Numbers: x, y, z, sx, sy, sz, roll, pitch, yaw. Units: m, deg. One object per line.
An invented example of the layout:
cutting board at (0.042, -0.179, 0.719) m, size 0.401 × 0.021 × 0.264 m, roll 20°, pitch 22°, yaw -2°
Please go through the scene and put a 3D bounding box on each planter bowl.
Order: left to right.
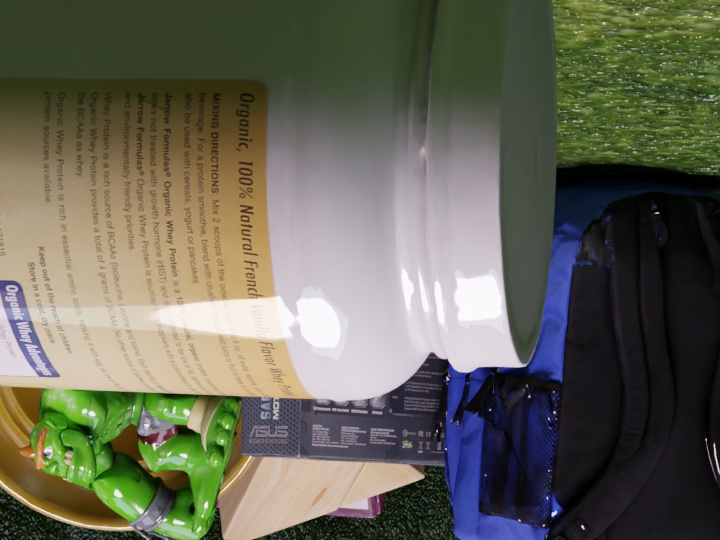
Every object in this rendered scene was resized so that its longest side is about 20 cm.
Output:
planter bowl at (-0.150, 0.054, 1.410) m, size 0.199 × 0.202 × 0.084 m, roll 3°, pitch -157°, yaw 0°

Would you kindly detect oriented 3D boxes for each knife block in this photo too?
knife block at (-0.042, 0.088, 1.418) m, size 0.199 × 0.064 × 0.175 m, roll -21°, pitch 146°, yaw 22°

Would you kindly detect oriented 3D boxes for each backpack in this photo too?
backpack at (0.123, 0.049, 1.229) m, size 0.162 × 0.202 × 0.167 m, roll 1°, pitch -173°, yaw -38°

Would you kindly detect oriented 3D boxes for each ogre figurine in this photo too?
ogre figurine at (-0.131, 0.087, 1.320) m, size 0.119 × 0.099 × 0.200 m, roll 17°, pitch 160°, yaw 1°

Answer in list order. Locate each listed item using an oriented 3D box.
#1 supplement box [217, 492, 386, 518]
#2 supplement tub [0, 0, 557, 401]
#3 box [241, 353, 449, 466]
supplement box at (-0.072, 0.091, 1.592) m, size 0.198 × 0.104 × 0.131 m, roll 2°, pitch -150°, yaw 15°
supplement tub at (-0.048, -0.036, 0.656) m, size 0.198 × 0.146 × 0.144 m, roll 2°, pitch 175°, yaw 12°
box at (0.019, 0.031, 1.295) m, size 0.051 × 0.159 × 0.199 m, roll -3°, pitch 174°, yaw 42°
